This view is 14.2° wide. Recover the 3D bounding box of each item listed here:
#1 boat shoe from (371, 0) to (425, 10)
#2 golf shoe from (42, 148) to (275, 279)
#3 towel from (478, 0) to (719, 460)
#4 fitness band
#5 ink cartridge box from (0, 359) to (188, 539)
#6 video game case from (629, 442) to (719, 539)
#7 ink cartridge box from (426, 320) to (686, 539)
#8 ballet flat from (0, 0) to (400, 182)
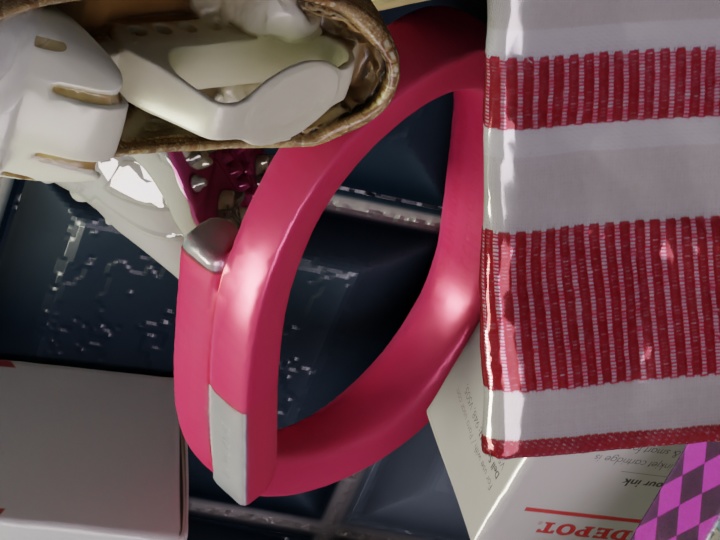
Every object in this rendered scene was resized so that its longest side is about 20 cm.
[{"bbox_3d":[0.043,-0.122,0.892,0.199,0.074,0.063,-9,141,20],"label":"boat shoe"},{"bbox_3d":[-0.096,-0.061,0.943,0.091,0.076,0.200,-17,125,24],"label":"golf shoe"},{"bbox_3d":[0.105,-0.044,0.844,0.143,0.023,0.201,-3,107,-13],"label":"towel"},{"bbox_3d":[0.000,0.000,0.968,0.143,0.037,0.201,-36,150,-31],"label":"fitness band"},{"bbox_3d":[-0.153,0.131,1.105,0.145,0.083,0.201,7,133,-10],"label":"ink cartridge box"},{"bbox_3d":[0.149,0.137,0.967,0.181,0.036,0.201,21,104,-35],"label":"video game case"},{"bbox_3d":[0.101,0.036,0.971,0.117,0.068,0.200,8,131,-27],"label":"ink cartridge box"},{"bbox_3d":[-0.069,-0.057,0.810,0.199,0.065,0.071,-13,128,-36],"label":"ballet flat"}]
